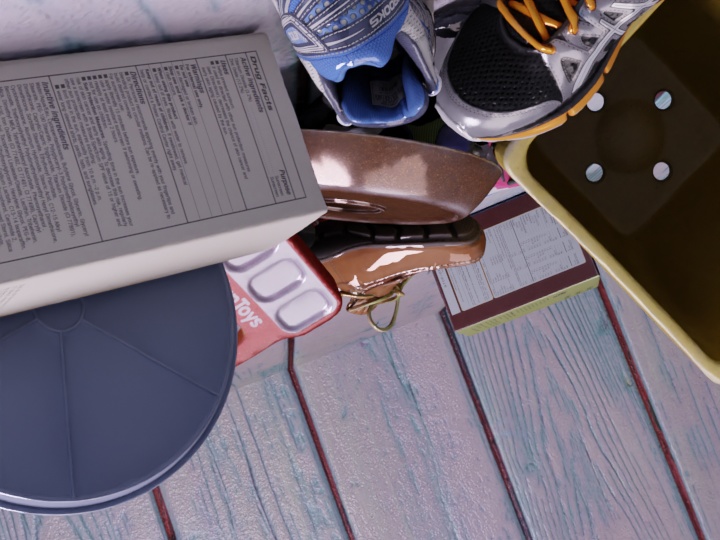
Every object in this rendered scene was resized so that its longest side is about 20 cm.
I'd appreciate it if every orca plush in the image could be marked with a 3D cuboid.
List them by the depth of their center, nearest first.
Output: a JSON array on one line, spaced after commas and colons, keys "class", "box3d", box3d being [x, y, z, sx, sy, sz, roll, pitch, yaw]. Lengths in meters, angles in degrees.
[{"class": "orca plush", "box3d": [0.057, -0.111, 0.721, 0.198, 0.072, 0.105, -21, 172, 4]}]

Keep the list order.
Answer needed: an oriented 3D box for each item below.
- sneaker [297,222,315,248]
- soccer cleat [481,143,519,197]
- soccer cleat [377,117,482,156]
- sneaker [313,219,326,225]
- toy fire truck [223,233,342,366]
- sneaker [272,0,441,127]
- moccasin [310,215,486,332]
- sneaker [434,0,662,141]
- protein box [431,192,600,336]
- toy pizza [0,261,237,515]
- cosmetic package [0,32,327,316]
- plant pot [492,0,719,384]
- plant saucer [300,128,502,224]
[{"class": "sneaker", "box3d": [-0.104, 0.030, 0.831, 0.199, 0.088, 0.076, -27, 170, 26]}, {"class": "soccer cleat", "box3d": [0.107, -0.099, 1.010, 0.199, 0.070, 0.086, -26, -173, 45]}, {"class": "soccer cleat", "box3d": [0.015, -0.071, 0.900, 0.083, 0.065, 0.200, 9, 149, -26]}, {"class": "sneaker", "box3d": [-0.033, -0.046, 1.016, 0.085, 0.077, 0.200, -45, 165, 19]}, {"class": "toy fire truck", "box3d": [-0.120, 0.001, 0.707, 0.167, 0.113, 0.200, -31, 135, 6]}, {"class": "sneaker", "box3d": [0.002, -0.105, 0.565, 0.076, 0.086, 0.200, -22, 173, 13]}, {"class": "moccasin", "box3d": [0.000, 0.001, 0.868, 0.199, 0.078, 0.074, -14, -156, 19]}, {"class": "sneaker", "box3d": [0.112, -0.146, 0.571, 0.200, 0.078, 0.077, -44, 162, 4]}, {"class": "protein box", "box3d": [0.206, -0.012, 1.569, 0.198, 0.136, 0.198, -22, 172, 9]}, {"class": "toy pizza", "box3d": [-0.155, 0.023, 0.581, 0.199, 0.202, 0.032, -15, 168, -37]}, {"class": "cosmetic package", "box3d": [-0.126, -0.046, 0.562, 0.198, 0.105, 0.073, -14, 171, -37]}, {"class": "plant pot", "box3d": [0.203, -0.081, 0.749, 0.194, 0.195, 0.200, -46, -171, 4]}, {"class": "plant saucer", "box3d": [-0.008, -0.056, 0.756, 0.197, 0.035, 0.200, 4, 176, 0]}]
